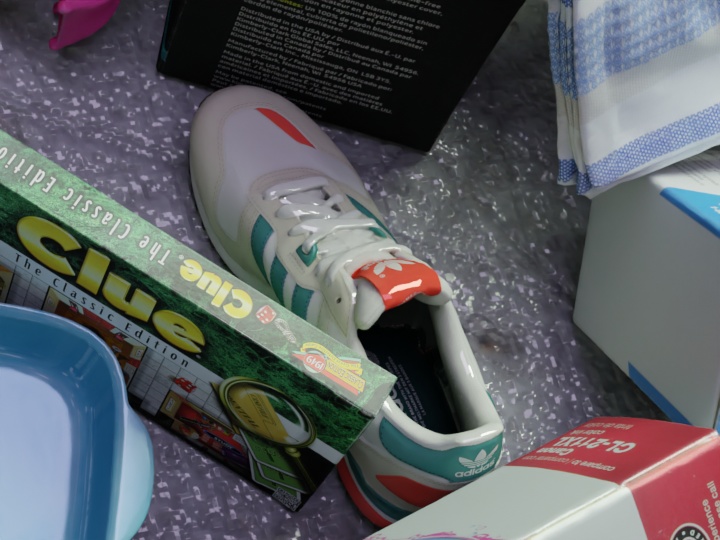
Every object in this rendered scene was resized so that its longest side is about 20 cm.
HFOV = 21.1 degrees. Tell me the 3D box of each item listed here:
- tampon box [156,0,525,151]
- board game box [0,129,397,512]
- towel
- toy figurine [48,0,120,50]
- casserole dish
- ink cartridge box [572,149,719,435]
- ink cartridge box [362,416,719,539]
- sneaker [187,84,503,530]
[{"bbox_3d":[0.009,-0.169,0.767,0.126,0.200,0.150,15,63,-11],"label":"tampon box"},{"bbox_3d":[-0.089,0.013,0.706,0.200,0.105,0.023,32,57,-1],"label":"board game box"},{"bbox_3d":[0.132,-0.119,0.683,0.146,0.200,0.024,-22,50,-9],"label":"towel"},{"bbox_3d":[-0.171,-0.162,0.762,0.200,0.150,0.184,-39,91,-6],"label":"toy figurine"},{"bbox_3d":[-0.175,0.069,0.685,0.199,0.039,0.122,7,70,-14],"label":"casserole dish"},{"bbox_3d":[0.206,0.011,0.772,0.199,0.145,0.084,2,108,-16],"label":"ink cartridge box"},{"bbox_3d":[0.047,0.157,0.666,0.200,0.083,0.146,-23,102,-25],"label":"ink cartridge box"},{"bbox_3d":[0.000,0.001,0.746,0.070,0.093,0.200,-20,73,-25],"label":"sneaker"}]
